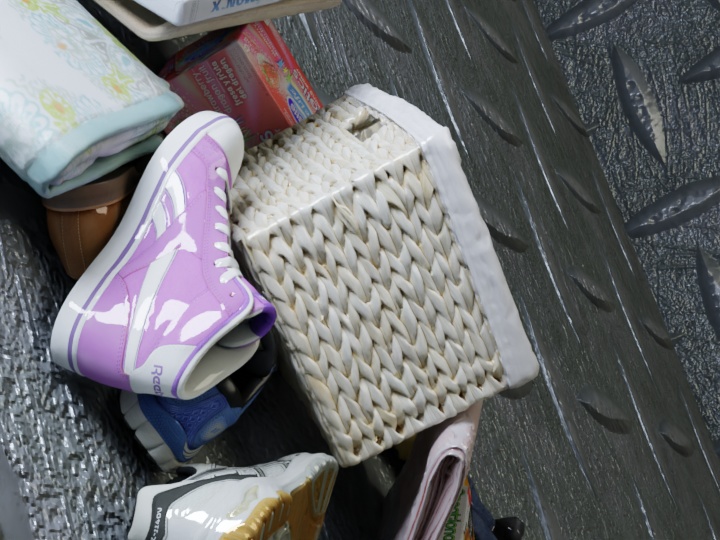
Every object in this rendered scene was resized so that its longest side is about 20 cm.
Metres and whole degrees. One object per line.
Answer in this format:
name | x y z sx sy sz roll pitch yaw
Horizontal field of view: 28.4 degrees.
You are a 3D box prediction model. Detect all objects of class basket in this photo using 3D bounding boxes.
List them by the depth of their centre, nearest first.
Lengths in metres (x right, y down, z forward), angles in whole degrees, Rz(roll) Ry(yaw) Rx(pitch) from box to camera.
basket | 0.000 0.000 1.018 0.202 0.159 0.198 65 -8 -22

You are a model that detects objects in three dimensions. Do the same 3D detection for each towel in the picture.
towel | -0.202 -0.128 0.852 0.171 0.048 0.200 42 18 0
towel | 0.050 0.156 1.075 0.032 0.193 0.201 21 26 -1

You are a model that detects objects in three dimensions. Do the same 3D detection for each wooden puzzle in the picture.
wooden puzzle | -0.138 -0.212 0.992 0.199 0.038 0.184 35 34 26

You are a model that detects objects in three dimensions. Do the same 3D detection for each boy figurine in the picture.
boy figurine | 0.078 0.180 1.268 0.201 0.064 0.125 60 21 -25

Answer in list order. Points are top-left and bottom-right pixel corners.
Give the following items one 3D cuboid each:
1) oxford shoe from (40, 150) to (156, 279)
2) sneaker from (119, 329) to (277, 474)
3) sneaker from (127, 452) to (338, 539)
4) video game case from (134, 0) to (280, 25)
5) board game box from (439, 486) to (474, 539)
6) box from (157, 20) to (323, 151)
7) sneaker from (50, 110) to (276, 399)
oxford shoe | -0.153 -0.044 0.939 0.200 0.070 0.072 -44 133 -67
sneaker | -0.089 0.054 0.925 0.079 0.088 0.201 57 15 -20
sneaker | -0.074 0.140 0.865 0.200 0.086 0.077 15 90 -75
video game case | -0.135 -0.229 0.964 0.199 0.022 0.182 32 33 23
board game box | 0.065 0.272 1.088 0.200 0.034 0.128 -70 156 -65
box | -0.075 -0.094 1.147 0.201 0.094 0.103 57 19 -20
sneaker | -0.090 -0.006 0.862 0.073 0.113 0.202 80 29 -54
